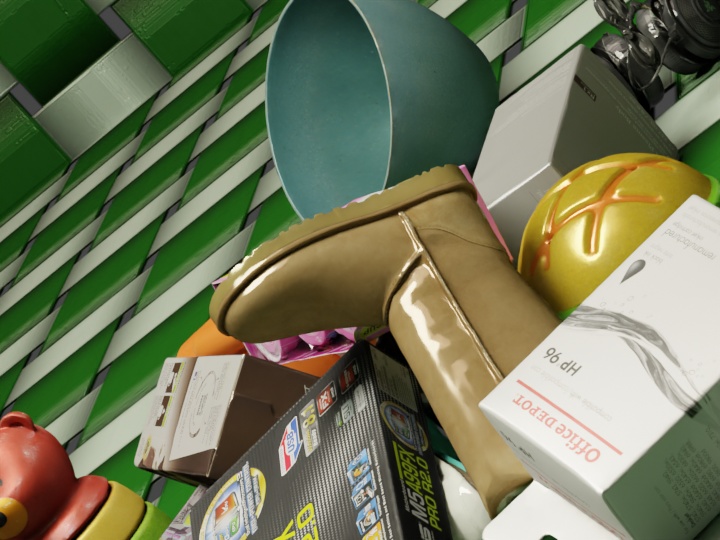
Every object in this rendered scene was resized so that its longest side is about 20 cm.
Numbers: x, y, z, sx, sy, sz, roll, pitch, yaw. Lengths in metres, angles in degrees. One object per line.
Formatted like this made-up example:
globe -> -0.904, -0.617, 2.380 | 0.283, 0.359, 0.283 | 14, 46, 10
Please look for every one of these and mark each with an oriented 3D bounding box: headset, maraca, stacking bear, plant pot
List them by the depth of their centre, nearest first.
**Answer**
maraca -> 0.155, -0.007, 1.585 | 0.137, 0.107, 0.200 | -41, 14, -4
stacking bear -> -0.171, 0.177, 1.731 | 0.121, 0.200, 0.114 | -35, 15, 27
headset -> 0.198, -0.165, 1.979 | 0.123, 0.094, 0.200 | -40, 2, 10
plant pot -> 0.030, -0.129, 2.207 | 0.134, 0.201, 0.200 | -7, -5, -29

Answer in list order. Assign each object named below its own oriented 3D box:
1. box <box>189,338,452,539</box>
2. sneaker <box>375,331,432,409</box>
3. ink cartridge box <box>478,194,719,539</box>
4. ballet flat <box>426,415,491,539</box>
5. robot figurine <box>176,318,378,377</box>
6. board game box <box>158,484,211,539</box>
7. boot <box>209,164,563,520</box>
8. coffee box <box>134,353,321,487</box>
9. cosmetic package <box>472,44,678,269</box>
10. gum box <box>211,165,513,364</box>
box -> -0.023, 0.156, 1.550 | 0.160, 0.044, 0.200 | -44, 30, 23
sneaker -> 0.055, 0.060, 1.753 | 0.200, 0.079, 0.074 | 173, 107, -74
ink cartridge box -> 0.143, 0.068, 1.396 | 0.200, 0.068, 0.116 | -44, 36, -9
ballet flat -> 0.039, 0.129, 1.596 | 0.069, 0.069, 0.200 | -42, 17, -2
robot figurine -> -0.046, 0.057, 1.920 | 0.200, 0.144, 0.117 | -43, 25, 13
board game box -> -0.091, 0.213, 1.631 | 0.120, 0.032, 0.200 | 16, 46, 22
boot -> 0.034, 0.052, 1.514 | 0.175, 0.200, 0.066 | -28, -29, -5
coffee box -> -0.060, 0.106, 1.761 | 0.200, 0.113, 0.080 | 171, 117, -73
cosmetic package -> 0.134, -0.050, 1.783 | 0.090, 0.107, 0.200 | -37, 16, 22
gum box -> 0.000, 0.000, 1.698 | 0.113, 0.066, 0.200 | -30, 5, -21
